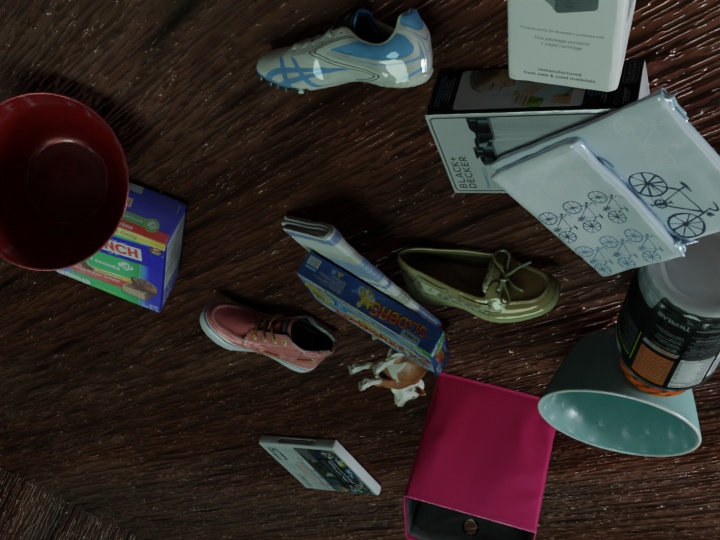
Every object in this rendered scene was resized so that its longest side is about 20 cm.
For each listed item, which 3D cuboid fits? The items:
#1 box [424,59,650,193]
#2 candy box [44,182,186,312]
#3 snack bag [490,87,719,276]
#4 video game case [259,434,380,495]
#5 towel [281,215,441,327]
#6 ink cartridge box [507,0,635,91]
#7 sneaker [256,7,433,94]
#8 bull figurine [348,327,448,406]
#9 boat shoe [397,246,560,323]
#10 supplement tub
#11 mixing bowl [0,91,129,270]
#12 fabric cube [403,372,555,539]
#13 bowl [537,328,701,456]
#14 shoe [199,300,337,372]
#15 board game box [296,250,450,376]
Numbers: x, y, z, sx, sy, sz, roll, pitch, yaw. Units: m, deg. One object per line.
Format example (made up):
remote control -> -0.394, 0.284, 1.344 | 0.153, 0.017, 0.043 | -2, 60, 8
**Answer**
box -> 0.171, -0.131, 0.920 | 0.196, 0.061, 0.117 | 4, 146, 25
candy box -> -0.331, -0.042, 1.330 | 0.166, 0.078, 0.201 | 21, 148, -2
snack bag -> 0.247, -0.069, 0.894 | 0.188, 0.022, 0.198 | 38, 145, -27
video game case -> -0.078, 0.382, 1.920 | 0.179, 0.024, 0.201 | -2, 143, 32
towel -> 0.000, 0.000, 1.206 | 0.199, 0.024, 0.146 | 39, 170, -26
ink cartridge box -> 0.153, -0.248, 0.658 | 0.082, 0.148, 0.201 | 11, 148, 16
sneaker -> -0.018, -0.206, 0.915 | 0.197, 0.072, 0.074 | 4, 113, 36
bull figurine -> 0.056, 0.133, 1.385 | 0.119, 0.066, 0.201 | -7, 148, -22
boat shoe -> 0.136, 0.012, 1.154 | 0.196, 0.074, 0.063 | 4, 150, 25
supplement tub -> 0.342, 0.048, 1.047 | 0.120, 0.124, 0.201 | 13, 150, 10
mixing bowl -> -0.363, -0.106, 1.170 | 0.196, 0.204, 0.108 | 20, -176, -3
fabric cube -> 0.180, 0.306, 1.475 | 0.192, 0.202, 0.201 | 12, 149, 10
bowl -> 0.327, 0.144, 1.214 | 0.197, 0.107, 0.202 | 15, 156, 7
shoe -> -0.133, 0.086, 1.435 | 0.197, 0.073, 0.091 | 25, 148, -19
board game box -> 0.020, 0.057, 1.241 | 0.198, 0.035, 0.136 | 31, 170, 17
